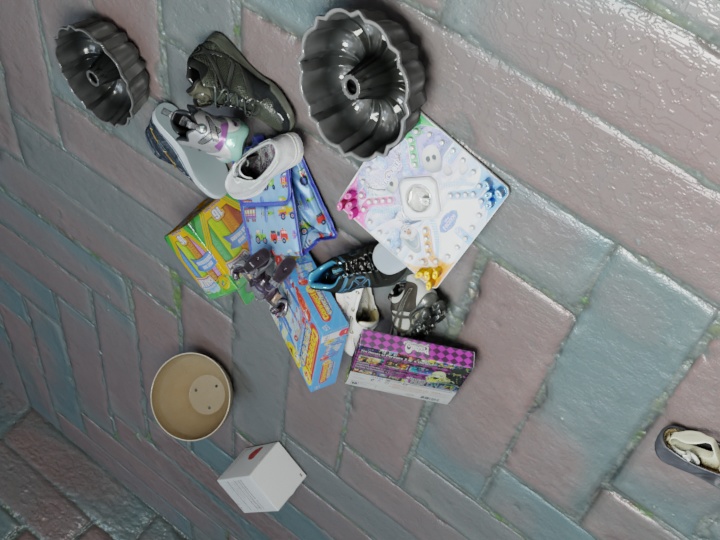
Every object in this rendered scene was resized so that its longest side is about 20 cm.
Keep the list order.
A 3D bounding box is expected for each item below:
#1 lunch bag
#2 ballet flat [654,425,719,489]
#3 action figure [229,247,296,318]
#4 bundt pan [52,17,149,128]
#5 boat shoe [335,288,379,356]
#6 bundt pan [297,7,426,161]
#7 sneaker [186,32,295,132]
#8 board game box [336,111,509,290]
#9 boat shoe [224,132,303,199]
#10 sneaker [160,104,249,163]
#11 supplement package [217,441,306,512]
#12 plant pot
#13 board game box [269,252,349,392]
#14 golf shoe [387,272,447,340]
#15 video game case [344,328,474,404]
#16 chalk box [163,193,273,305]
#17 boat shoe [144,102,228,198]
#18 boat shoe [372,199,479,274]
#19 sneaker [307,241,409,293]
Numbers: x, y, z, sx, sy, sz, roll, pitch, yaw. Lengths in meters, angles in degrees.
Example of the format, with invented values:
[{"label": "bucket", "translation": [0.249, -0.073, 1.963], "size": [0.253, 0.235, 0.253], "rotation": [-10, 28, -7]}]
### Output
[{"label": "lunch bag", "translation": [-0.142, -0.135, 1.607], "size": [0.149, 0.093, 0.204], "rotation": [1, 113, 47]}, {"label": "ballet flat", "translation": [0.513, 0.272, 1.335], "size": [0.197, 0.073, 0.074], "rotation": [20, 140, 36]}, {"label": "action figure", "translation": [-0.171, 0.020, 1.651], "size": [0.129, 0.070, 0.200], "rotation": [34, 158, 1]}, {"label": "bundt pan", "translation": [-0.457, -0.364, 1.691], "size": [0.199, 0.076, 0.204], "rotation": [28, 142, 23]}, {"label": "boat shoe", "translation": [0.000, 0.085, 1.682], "size": [0.068, 0.071, 0.203], "rotation": [22, 139, 32]}, {"label": "bundt pan", "translation": [0.010, -0.257, 1.264], "size": [0.199, 0.075, 0.206], "rotation": [24, 128, 35]}, {"label": "sneaker", "translation": [-0.199, -0.273, 1.480], "size": [0.199, 0.114, 0.076], "rotation": [44, 148, -2]}, {"label": "board game box", "translation": [0.084, -0.103, 1.357], "size": [0.199, 0.026, 0.201], "rotation": [41, 122, 7]}, {"label": "boat shoe", "translation": [-0.173, -0.165, 1.527], "size": [0.198, 0.068, 0.074], "rotation": [-16, 88, 46]}, {"label": "sneaker", "translation": [-0.261, -0.234, 1.537], "size": [0.137, 0.079, 0.200], "rotation": [18, 179, -16]}, {"label": "supplement package", "translation": [-0.251, 0.525, 2.376], "size": [0.120, 0.121, 0.199], "rotation": [51, 146, -10]}, {"label": "plant pot", "translation": [-0.387, 0.301, 2.252], "size": [0.199, 0.202, 0.134], "rotation": [36, -179, 11]}, {"label": "board game box", "translation": [-0.099, 0.087, 1.734], "size": [0.198, 0.055, 0.202], "rotation": [59, 155, 29]}, {"label": "golf shoe", "translation": [0.084, 0.069, 1.592], "size": [0.096, 0.077, 0.200], "rotation": [61, 151, 15]}, {"label": "video game case", "translation": [0.081, 0.169, 1.620], "size": [0.195, 0.037, 0.182], "rotation": [12, 152, -4]}, {"label": "chalk box", "translation": [-0.252, -0.032, 1.783], "size": [0.201, 0.125, 0.123], "rotation": [53, 146, -14]}, {"label": "boat shoe", "translation": [-0.317, -0.207, 1.722], "size": [0.202, 0.071, 0.091], "rotation": [54, 147, -1]}, {"label": "boat shoe", "translation": [0.110, -0.054, 1.418], "size": [0.198, 0.068, 0.074], "rotation": [-33, 91, 31]}, {"label": "sneaker", "translation": [0.000, 0.000, 1.546], "size": [0.198, 0.081, 0.075], "rotation": [-23, 79, 37]}]
